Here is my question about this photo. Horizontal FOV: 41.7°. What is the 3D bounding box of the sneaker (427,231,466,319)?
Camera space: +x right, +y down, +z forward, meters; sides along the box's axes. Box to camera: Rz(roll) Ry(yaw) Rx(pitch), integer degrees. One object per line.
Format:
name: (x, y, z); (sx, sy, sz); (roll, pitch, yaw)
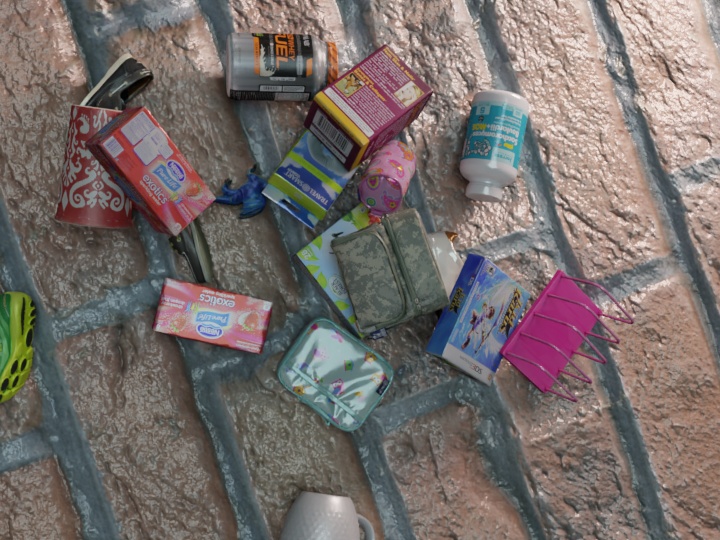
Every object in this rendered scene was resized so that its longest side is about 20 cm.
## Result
sneaker: (0.175, 0.021, 1.791); (0.085, 0.073, 0.200); (-10, 86, -8)

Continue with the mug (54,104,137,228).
mug: (-0.450, -0.184, 1.668); (0.133, 0.178, 0.200); (10, 99, 17)

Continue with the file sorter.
file sorter: (0.393, 0.127, 1.774); (0.139, 0.125, 0.200); (42, 80, -25)

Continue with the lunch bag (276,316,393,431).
lunch bag: (-0.046, 0.195, 1.739); (0.200, 0.077, 0.160); (37, 81, -5)

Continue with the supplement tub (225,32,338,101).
supplement tub: (-0.146, -0.374, 1.742); (0.200, 0.123, 0.123); (-1, 86, -11)

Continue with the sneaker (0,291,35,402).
sneaker: (-0.625, 0.135, 1.660); (0.083, 0.074, 0.200); (9, 88, 18)

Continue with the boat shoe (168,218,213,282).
boat shoe: (-0.320, -0.069, 1.716); (0.060, 0.072, 0.201); (-16, 97, 3)

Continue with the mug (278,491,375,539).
mug: (-0.054, 0.492, 1.695); (0.200, 0.148, 0.176); (18, 74, -38)

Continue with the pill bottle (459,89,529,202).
pill bottle: (0.252, -0.234, 1.805); (0.111, 0.111, 0.200); (12, 84, -8)

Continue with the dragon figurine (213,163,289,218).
dragon figurine: (-0.209, -0.130, 1.746); (0.200, 0.059, 0.100); (-30, 91, -12)

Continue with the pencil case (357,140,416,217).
pencil case: (0.050, -0.169, 1.724); (0.087, 0.200, 0.088); (5, 117, 9)

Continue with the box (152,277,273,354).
box: (-0.265, 0.083, 1.702); (0.200, 0.095, 0.100); (14, 85, -8)

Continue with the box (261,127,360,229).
box: (-0.079, -0.187, 1.746); (0.122, 0.048, 0.200); (36, 60, -5)

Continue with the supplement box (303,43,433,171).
supplement box: (0.014, -0.300, 1.739); (0.131, 0.103, 0.200); (46, 63, 7)

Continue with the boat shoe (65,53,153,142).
boat shoe: (-0.456, -0.299, 1.710); (0.068, 0.072, 0.200); (38, 79, -1)

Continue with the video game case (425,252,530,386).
video game case: (0.222, 0.094, 1.756); (0.181, 0.045, 0.200); (33, 79, -47)

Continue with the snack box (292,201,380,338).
snack box: (0.000, 0.000, 1.767); (0.169, 0.068, 0.200); (-38, 91, -11)

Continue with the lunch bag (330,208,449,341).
lunch bag: (0.049, 0.007, 1.677); (0.168, 0.139, 0.200); (-19, 90, -2)

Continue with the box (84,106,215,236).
box: (-0.351, -0.167, 1.587); (0.103, 0.095, 0.200); (-46, 118, -18)
